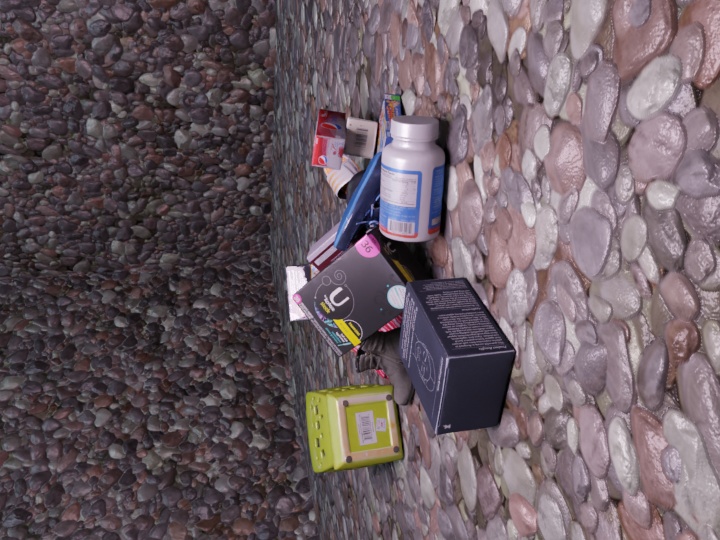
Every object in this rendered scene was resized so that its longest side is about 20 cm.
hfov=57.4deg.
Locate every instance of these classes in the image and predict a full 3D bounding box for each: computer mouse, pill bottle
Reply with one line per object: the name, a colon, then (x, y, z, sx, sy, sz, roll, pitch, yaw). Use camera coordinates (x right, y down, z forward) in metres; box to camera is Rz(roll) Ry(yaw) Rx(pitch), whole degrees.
computer mouse: (-0.004, -0.129, 1.356, 0.201, 0.052, 0.140, 94, 178, -58)
pill bottle: (0.090, -0.161, 1.143, 0.112, 0.111, 0.202, -123, 32, -63)

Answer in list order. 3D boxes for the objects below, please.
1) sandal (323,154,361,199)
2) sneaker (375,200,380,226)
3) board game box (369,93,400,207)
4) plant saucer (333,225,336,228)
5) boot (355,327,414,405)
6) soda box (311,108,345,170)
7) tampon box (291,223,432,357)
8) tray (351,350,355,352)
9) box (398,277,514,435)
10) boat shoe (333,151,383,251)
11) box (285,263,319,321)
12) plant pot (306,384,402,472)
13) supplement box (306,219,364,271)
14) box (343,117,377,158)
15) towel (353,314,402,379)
sandal: (-0.020, -0.191, 1.521, 0.207, 0.059, 0.079, 48, 125, 17)
sneaker: (0.069, -0.163, 1.290, 0.074, 0.081, 0.202, -114, 26, -56)
board game box: (0.051, -0.248, 1.383, 0.201, 0.034, 0.136, 103, 170, -51)
plant saucer: (-0.037, -0.010, 1.580, 0.200, 0.029, 0.202, -6, -90, -81)
boot: (0.048, 0.202, 1.392, 0.068, 0.129, 0.202, -118, 27, -59)
soda box: (-0.066, -0.284, 1.406, 0.200, 0.063, 0.071, -93, 12, -62)
tampon box: (0.005, 0.034, 1.228, 0.150, 0.200, 0.126, 51, -154, 0)
tray: (0.023, 0.099, 1.531, 0.037, 0.098, 0.202, -42, -43, -61)
box: (0.142, 0.127, 1.033, 0.201, 0.106, 0.150, -113, 23, -55)
boat shoe: (0.017, -0.120, 1.223, 0.201, 0.068, 0.084, -61, 12, 10)
box: (-0.101, 0.054, 1.580, 0.200, 0.114, 0.134, 17, -113, -81)
plant pot: (-0.010, 0.374, 1.571, 0.181, 0.197, 0.202, 145, 120, -67)
supplement box: (0.000, 0.000, 1.338, 0.109, 0.200, 0.061, -38, 16, 23)
box: (-0.005, -0.298, 1.484, 0.200, 0.068, 0.083, -102, 20, -78)
towel: (0.034, 0.129, 1.468, 0.144, 0.022, 0.201, 38, 129, 33)
